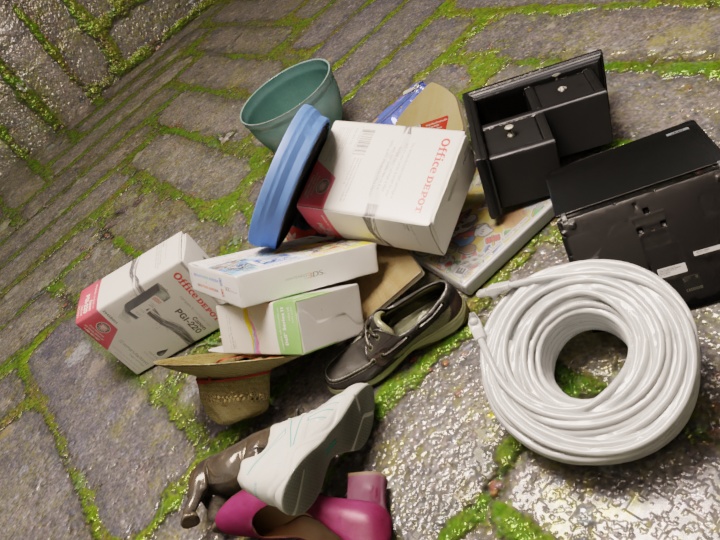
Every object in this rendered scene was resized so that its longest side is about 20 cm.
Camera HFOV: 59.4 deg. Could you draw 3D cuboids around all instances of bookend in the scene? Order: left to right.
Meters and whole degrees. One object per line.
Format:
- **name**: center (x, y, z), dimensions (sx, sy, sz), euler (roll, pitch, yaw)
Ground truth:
- **bookend**: center (0.247, -0.184, 0.838), dimensions (0.197, 0.092, 0.201), euler (-14, 37, 15)

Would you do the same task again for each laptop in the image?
- **laptop**: center (0.312, -0.053, 0.692), dimensions (0.176, 0.103, 0.202), euler (-19, 81, 20)

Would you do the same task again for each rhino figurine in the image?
- **rhino figurine**: center (-0.114, 0.220, 0.727), dimensions (0.199, 0.060, 0.088), euler (-30, 29, 1)

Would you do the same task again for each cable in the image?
- **cable**: center (0.211, 0.085, 0.596), dimensions (0.199, 0.069, 0.201), euler (-21, 52, 22)

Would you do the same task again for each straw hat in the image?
- **straw hat**: center (-0.161, 0.151, 0.809), dimensions (0.200, 0.201, 0.086), euler (-6, 87, 33)

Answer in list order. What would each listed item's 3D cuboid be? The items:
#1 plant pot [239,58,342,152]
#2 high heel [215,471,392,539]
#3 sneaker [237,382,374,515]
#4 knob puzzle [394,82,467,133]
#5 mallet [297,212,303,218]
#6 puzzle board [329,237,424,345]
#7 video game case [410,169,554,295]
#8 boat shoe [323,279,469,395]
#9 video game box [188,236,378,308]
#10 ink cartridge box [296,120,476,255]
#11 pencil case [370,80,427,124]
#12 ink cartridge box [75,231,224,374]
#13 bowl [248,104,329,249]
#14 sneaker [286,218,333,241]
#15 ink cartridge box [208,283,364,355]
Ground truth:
- **plant pot**: center (-0.116, -0.296, 1.232), dimensions (0.199, 0.134, 0.201), euler (-20, 40, 18)
- **high heel**: center (-0.065, 0.261, 0.633), dimensions (0.199, 0.068, 0.096), euler (-19, 29, 15)
- **sneaker**: center (-0.050, 0.171, 0.665), dimensions (0.080, 0.071, 0.200), euler (5, 20, 30)
- **knob puzzle**: center (0.098, -0.190, 0.966), dimensions (0.219, 0.030, 0.221), euler (-33, 48, 45)
- **mallet**: center (-0.057, -0.092, 0.944), dimensions (0.199, 0.041, 0.066), euler (14, 65, 26)
- **puzzle board**: center (0.000, 0.000, 0.900), dimensions (0.151, 0.017, 0.200), euler (-41, 35, 10)
- **video game case**: center (0.160, -0.072, 0.868), dimensions (0.200, 0.023, 0.182), euler (-42, 37, -9)
- **boat shoe**: center (0.034, 0.075, 0.766), dimensions (0.200, 0.066, 0.072), euler (-31, 37, 5)
- **video game box**: center (-0.106, -0.004, 0.849), dimensions (0.199, 0.047, 0.182), euler (-15, 11, -30)
- **ink cartridge box**: center (0.037, -0.112, 0.843), dimensions (0.199, 0.083, 0.147), euler (12, 67, 28)
- **pencil case**: center (0.057, -0.240, 1.079), dimensions (0.200, 0.087, 0.078), euler (-40, 41, -6)
- **ink cartridge box**: center (-0.315, 0.053, 0.992), dimensions (0.199, 0.146, 0.085), euler (-30, 38, 7)
- **bowl**: center (-0.093, -0.120, 0.850), dimensions (0.201, 0.039, 0.202), euler (-156, 90, -88)
- **sneaker**: center (-0.068, -0.110, 1.033), dimensions (0.074, 0.085, 0.201), euler (-9, 44, 30)
- **ink cartridge box**: center (-0.106, 0.064, 0.827), dimensions (0.199, 0.068, 0.117), euler (-6, 5, 42)
